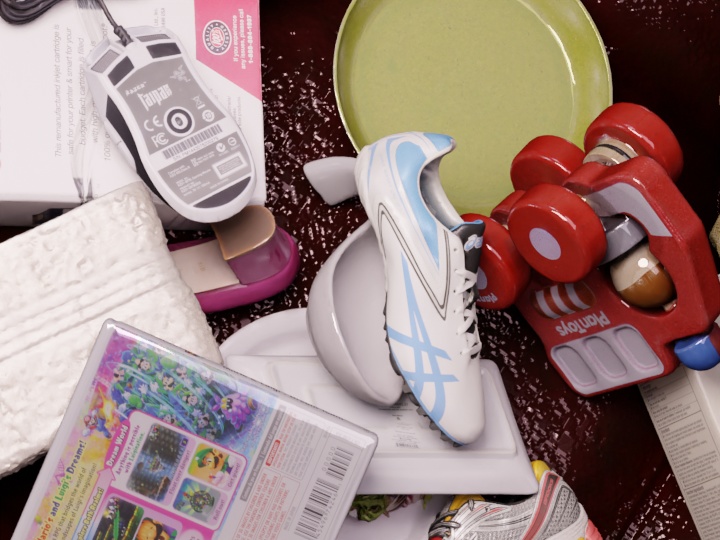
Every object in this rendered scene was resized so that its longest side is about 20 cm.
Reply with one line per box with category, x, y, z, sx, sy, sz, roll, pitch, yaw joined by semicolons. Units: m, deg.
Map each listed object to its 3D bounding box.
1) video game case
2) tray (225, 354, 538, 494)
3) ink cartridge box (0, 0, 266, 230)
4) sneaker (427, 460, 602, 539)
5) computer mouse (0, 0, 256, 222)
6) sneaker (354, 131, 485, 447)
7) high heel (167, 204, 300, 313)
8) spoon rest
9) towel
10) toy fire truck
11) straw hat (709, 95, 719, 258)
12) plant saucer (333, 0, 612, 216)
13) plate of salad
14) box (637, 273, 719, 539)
video game case;-0.110;0.155;1.620;0.181;0.024;0.201;23;94;-4
tray;0.018;0.093;1.705;0.199;0.022;0.108;2;52;-27
ink cartridge box;-0.168;-0.105;1.728;0.199;0.084;0.146;1;77;-16
sneaker;0.060;0.191;1.728;0.199;0.078;0.083;-29;92;-30
computer mouse;-0.138;-0.113;1.672;0.109;0.044;0.201;-26;82;-27
sneaker;0.050;0.011;1.675;0.072;0.072;0.201;-13;93;21
high heel;-0.135;0.019;1.737;0.199;0.096;0.068;-16;66;4
spoon rest;0.000;0.000;1.710;0.060;0.099;0.201;-24;43;18
towel;-0.196;0.044;1.645;0.199;0.034;0.133;-25;89;-12
toy fire truck;0.159;-0.001;1.724;0.168;0.200;0.112;52;58;-12
straw hat;0.289;-0.024;1.829;0.201;0.201;0.085;44;111;-2
plant saucer;0.074;-0.126;1.829;0.199;0.031;0.201;3;78;-15
plate of salad;-0.022;0.122;1.728;0.199;0.048;0.201;4;78;-21
box;0.253;0.107;1.793;0.077;0.095;0.201;-19;85;-20
